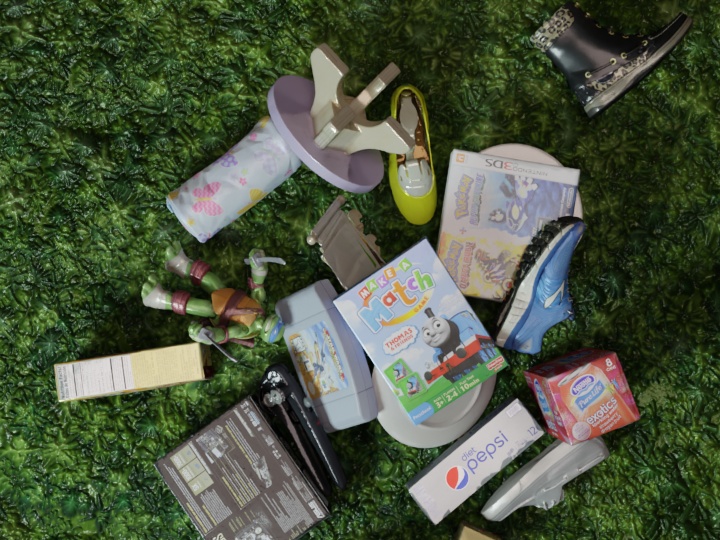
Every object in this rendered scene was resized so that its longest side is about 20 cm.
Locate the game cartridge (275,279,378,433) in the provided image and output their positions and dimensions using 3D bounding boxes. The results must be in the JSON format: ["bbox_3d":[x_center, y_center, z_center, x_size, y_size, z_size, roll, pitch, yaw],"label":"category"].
[{"bbox_3d":[-0.046,0.119,1.654,0.041,0.133,0.202,-18,85,-32],"label":"game cartridge"}]

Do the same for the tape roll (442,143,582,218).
[{"bbox_3d":[0.216,-0.079,1.710,0.201,0.037,0.205,0,87,-1],"label":"tape roll"}]

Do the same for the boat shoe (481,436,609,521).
[{"bbox_3d":[0.260,0.294,1.676,0.199,0.072,0.069,-37,87,-11],"label":"boat shoe"}]

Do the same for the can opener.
[{"bbox_3d":[-0.076,0.217,1.660,0.063,0.078,0.201,-36,81,33],"label":"can opener"}]

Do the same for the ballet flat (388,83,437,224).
[{"bbox_3d":[0.072,-0.166,1.701,0.066,0.067,0.202,-5,86,-1],"label":"ballet flat"}]

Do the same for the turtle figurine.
[{"bbox_3d":[-0.193,0.025,1.627,0.193,0.200,0.145,22,91,12],"label":"turtle figurine"}]

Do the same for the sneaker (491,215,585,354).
[{"bbox_3d":[0.253,0.021,1.611,0.089,0.079,0.201,23,103,-8],"label":"sneaker"}]

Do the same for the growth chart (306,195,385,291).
[{"bbox_3d":[0.000,0.000,1.663,0.018,0.145,0.201,-26,99,33],"label":"growth chart"}]

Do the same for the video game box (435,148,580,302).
[{"bbox_3d":[0.200,-0.056,1.668,0.180,0.047,0.202,9,88,2],"label":"video game box"}]

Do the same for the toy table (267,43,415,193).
[{"bbox_3d":[-0.024,-0.211,1.651,0.199,0.117,0.185,37,47,-12],"label":"toy table"}]

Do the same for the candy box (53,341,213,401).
[{"bbox_3d":[-0.308,0.139,1.656,0.198,0.115,0.056,-9,85,-1],"label":"candy box"}]

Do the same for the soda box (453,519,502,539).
[{"bbox_3d":[0.131,0.452,1.660,0.064,0.068,0.201,23,86,2],"label":"soda box"}]

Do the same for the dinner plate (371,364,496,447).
[{"bbox_3d":[0.107,0.150,1.656,0.198,0.024,0.202,-5,102,-25],"label":"dinner plate"}]

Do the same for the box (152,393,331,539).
[{"bbox_3d":[-0.160,0.298,1.660,0.163,0.086,0.201,-36,87,-3],"label":"box"}]

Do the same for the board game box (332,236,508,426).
[{"bbox_3d":[0.079,0.080,1.591,0.151,0.037,0.201,-34,93,5],"label":"board game box"}]

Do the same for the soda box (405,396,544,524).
[{"bbox_3d":[0.158,0.262,1.672,0.200,0.068,0.064,-40,88,-2],"label":"soda box"}]

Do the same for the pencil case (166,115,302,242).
[{"bbox_3d":[-0.177,-0.129,1.691,0.200,0.083,0.091,-40,80,-3],"label":"pencil case"}]

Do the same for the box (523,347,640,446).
[{"bbox_3d":[0.292,0.165,1.613,0.099,0.200,0.096,-20,89,-1],"label":"box"}]

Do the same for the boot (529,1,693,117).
[{"bbox_3d":[0.357,-0.336,1.712,0.203,0.073,0.154,-41,84,-4],"label":"boot"}]
